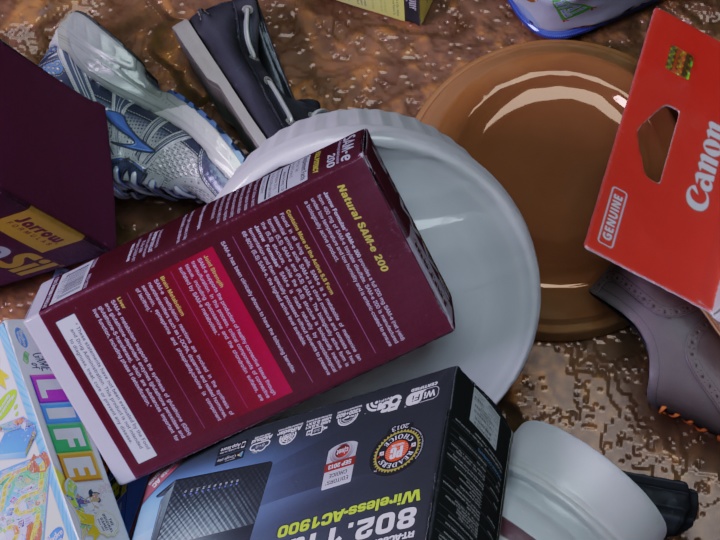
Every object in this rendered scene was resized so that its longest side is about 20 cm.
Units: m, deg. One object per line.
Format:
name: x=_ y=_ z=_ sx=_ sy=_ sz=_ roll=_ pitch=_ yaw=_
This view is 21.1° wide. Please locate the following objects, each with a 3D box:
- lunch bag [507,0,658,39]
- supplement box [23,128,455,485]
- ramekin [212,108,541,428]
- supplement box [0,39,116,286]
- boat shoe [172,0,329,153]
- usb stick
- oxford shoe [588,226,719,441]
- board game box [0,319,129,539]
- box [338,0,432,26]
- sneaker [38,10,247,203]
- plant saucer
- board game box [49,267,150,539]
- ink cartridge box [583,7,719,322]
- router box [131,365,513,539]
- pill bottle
lunch bag: x=0.132 y=-0.256 z=1.245 sx=0.160 sy=0.076 sz=0.200 roll=-26 pitch=71 yaw=-3
supplement box: x=-0.062 y=0.019 z=1.020 sx=0.200 sy=0.061 sz=0.109 roll=-25 pitch=107 yaw=9
ramekin: x=0.000 y=0.000 z=1.102 sx=0.202 sy=0.203 sz=0.094 roll=-7 pitch=25 yaw=1
supplement box: x=-0.262 y=-0.048 z=1.135 sx=0.200 sy=0.131 sz=0.103 roll=-16 pitch=67 yaw=20
boat shoe: x=-0.043 y=-0.092 z=1.196 sx=0.063 sy=0.073 sz=0.200 roll=-33 pitch=68 yaw=-7
usb stick: x=0.090 y=0.121 z=1.089 sx=0.200 sy=0.055 sz=0.033 roll=11 pitch=62 yaw=-10
oxford shoe: x=0.207 y=0.073 z=1.118 sx=0.072 sy=0.071 sz=0.200 roll=-32 pitch=76 yaw=2
board game box: x=-0.216 y=0.134 z=1.075 sx=0.200 sy=0.034 sz=0.135 roll=-39 pitch=64 yaw=37
box: x=-0.046 y=-0.222 z=1.245 sx=0.200 sy=0.075 sz=0.050 roll=18 pitch=69 yaw=12
sneaker: x=-0.134 y=-0.072 z=1.203 sx=0.200 sy=0.077 sz=0.085 roll=40 pitch=87 yaw=24
plant saucer: x=0.121 y=-0.056 z=1.190 sx=0.200 sy=0.037 sz=0.200 roll=-1 pitch=69 yaw=3
board game box: x=-0.168 y=0.101 z=1.160 sx=0.103 sy=0.019 sz=0.200 roll=14 pitch=71 yaw=11
ink cartridge box: x=0.234 y=-0.056 z=1.120 sx=0.173 sy=0.044 sz=0.200 roll=28 pitch=54 yaw=-10
router box: x=-0.028 y=0.144 z=0.965 sx=0.200 sy=0.062 sz=0.150 roll=-20 pitch=38 yaw=28
pill bottle: x=0.061 y=0.182 z=0.995 sx=0.114 sy=0.114 sz=0.200 roll=37 pitch=74 yaw=16
